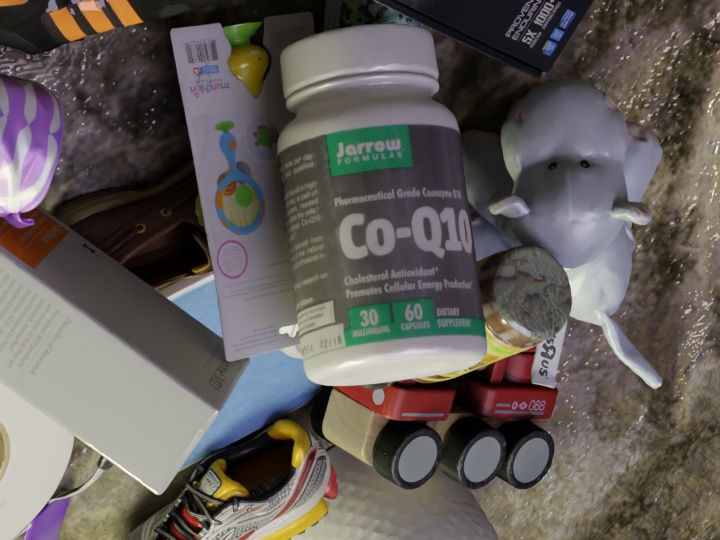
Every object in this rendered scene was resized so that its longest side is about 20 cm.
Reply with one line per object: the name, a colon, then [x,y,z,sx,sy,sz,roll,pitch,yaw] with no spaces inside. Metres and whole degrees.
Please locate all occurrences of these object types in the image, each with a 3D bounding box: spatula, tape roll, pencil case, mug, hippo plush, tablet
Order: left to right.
pencil case: [-0.264,-0.087,1.512,0.199,0.084,0.086,14,76,-35]
tape roll: [-0.281,0.119,1.736,0.202,0.037,0.204,-20,136,-20]
spatula: [-0.183,0.136,1.805,0.200,0.021,0.056,-52,172,31]
tablet: [-0.093,0.058,1.808,0.129,0.014,0.201,-28,147,-11]
mug: [0.016,0.241,1.948,0.199,0.176,0.148,-35,139,-3]
hippo plush: [0.113,-0.039,1.741,0.158,0.202,0.161,0,165,10]

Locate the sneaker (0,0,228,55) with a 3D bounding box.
sneaker: [-0.163,-0.164,1.550,0.199,0.070,0.090,-3,144,-33]

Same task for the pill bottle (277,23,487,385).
pill bottle: [0.009,-0.038,1.609,0.112,0.202,0.113,-8,171,-1]

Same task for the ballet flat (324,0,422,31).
ballet flat: [0.020,-0.108,1.718,0.074,0.074,0.201,-24,137,-15]

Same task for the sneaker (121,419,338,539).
sneaker: [-0.110,0.170,1.875,0.199,0.078,0.082,-36,145,-15]

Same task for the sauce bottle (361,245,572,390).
sauce bottle: [0.057,0.038,1.729,0.064,0.065,0.200,-4,167,-32]

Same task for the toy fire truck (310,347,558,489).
toy fire truck: [0.082,0.049,1.881,0.175,0.128,0.202,4,106,-42]

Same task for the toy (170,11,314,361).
toy: [-0.067,-0.053,1.655,0.115,0.047,0.202,-12,97,-42]

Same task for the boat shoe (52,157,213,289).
boat shoe: [-0.101,-0.027,1.706,0.199,0.068,0.072,-21,136,-18]

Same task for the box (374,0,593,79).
box: [0.089,-0.240,1.617,0.163,0.086,0.201,21,107,-44]

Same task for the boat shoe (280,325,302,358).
boat shoe: [0.000,0.000,1.727,0.073,0.066,0.200,5,137,-29]

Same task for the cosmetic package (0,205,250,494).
cosmetic package: [-0.172,0.036,1.607,0.199,0.101,0.071,36,108,-3]
